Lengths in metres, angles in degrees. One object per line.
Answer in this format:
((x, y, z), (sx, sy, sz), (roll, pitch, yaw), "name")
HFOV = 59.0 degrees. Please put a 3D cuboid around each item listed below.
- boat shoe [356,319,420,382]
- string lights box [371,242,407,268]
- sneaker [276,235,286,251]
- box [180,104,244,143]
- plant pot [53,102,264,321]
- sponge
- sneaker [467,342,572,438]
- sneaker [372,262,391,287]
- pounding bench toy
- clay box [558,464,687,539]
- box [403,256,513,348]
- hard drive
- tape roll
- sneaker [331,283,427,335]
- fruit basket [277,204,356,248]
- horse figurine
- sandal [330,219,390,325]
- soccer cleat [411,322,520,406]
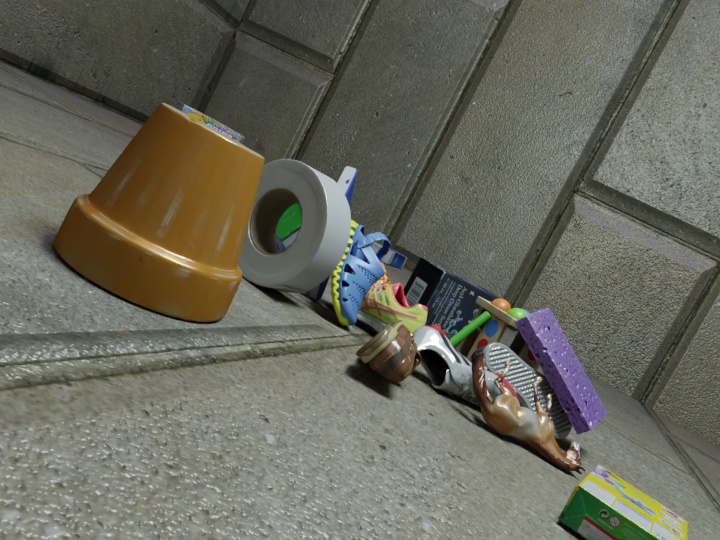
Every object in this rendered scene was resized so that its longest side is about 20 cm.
((0.044, 0.114, 0.854), (0.068, 0.072, 0.200), (49, 5, 7), "boat shoe")
((0.122, -0.065, 2.784), (0.102, 0.059, 0.200), (30, 6, 23), "string lights box")
((-0.164, -0.041, 1.177), (0.082, 0.071, 0.200), (20, 11, -35), "sneaker")
((-0.317, -0.199, 1.216), (0.121, 0.194, 0.200), (26, 7, -14), "box")
((-0.202, -0.072, 0.703), (0.199, 0.185, 0.200), (27, 6, -3), "plant pot")
((0.330, 0.160, 1.040), (0.111, 0.030, 0.201), (-7, 67, -57), "sponge")
((0.255, 0.195, 1.032), (0.200, 0.079, 0.079), (45, -30, -8), "sneaker")
((0.036, 0.029, 1.414), (0.199, 0.091, 0.078), (34, 7, 35), "sneaker")
((0.229, 0.126, 1.140), (0.199, 0.157, 0.124), (25, 7, -26), "pounding bench toy")
((0.297, 0.275, 0.705), (0.114, 0.048, 0.200), (31, 5, 29), "clay box")
((0.186, 0.088, 1.315), (0.199, 0.150, 0.107), (24, 7, -28), "box")
((-0.048, -0.067, 1.118), (0.025, 0.202, 0.132), (16, 29, 1), "hard drive")
((-0.115, -0.068, 1.003), (0.202, 0.204, 0.071), (31, 6, 31), "tape roll")
((0.037, 0.056, 1.101), (0.199, 0.091, 0.078), (30, 8, 30), "sneaker")
((-0.116, -0.088, 1.395), (0.200, 0.184, 0.094), (25, 35, -62), "fruit basket")
((0.224, 0.195, 0.896), (0.199, 0.050, 0.133), (30, 42, -17), "horse figurine")
((0.000, 0.000, 1.059), (0.086, 0.202, 0.080), (4, -31, 8), "sandal")
((0.151, 0.163, 0.952), (0.200, 0.069, 0.085), (42, 39, 2), "soccer cleat")
